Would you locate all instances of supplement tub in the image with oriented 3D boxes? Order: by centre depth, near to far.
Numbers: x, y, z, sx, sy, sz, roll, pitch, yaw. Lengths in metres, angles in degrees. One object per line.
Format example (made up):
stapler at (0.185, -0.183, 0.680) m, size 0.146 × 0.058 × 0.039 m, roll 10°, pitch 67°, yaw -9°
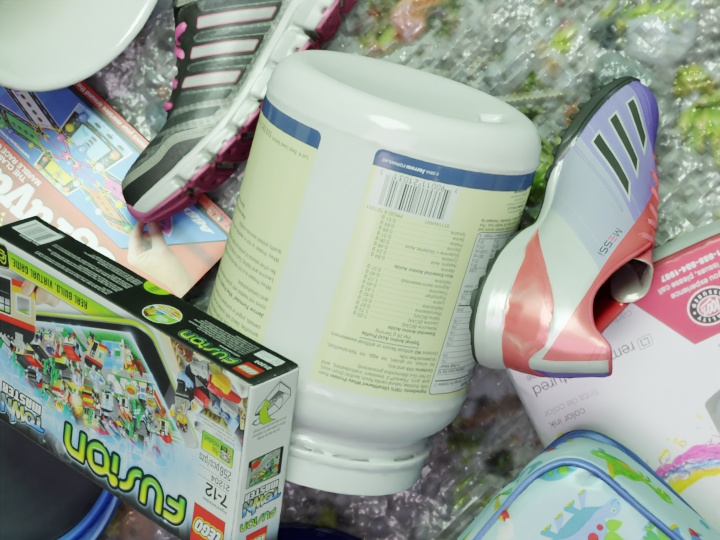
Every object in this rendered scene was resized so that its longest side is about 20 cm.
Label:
supplement tub at (0.000, 0.000, 1.014) m, size 0.145 × 0.145 × 0.200 m, roll 19°, pitch 105°, yaw 8°

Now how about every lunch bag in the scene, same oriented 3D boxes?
lunch bag at (0.101, 0.196, 0.973) m, size 0.161 × 0.082 × 0.200 m, roll 40°, pitch 104°, yaw 5°

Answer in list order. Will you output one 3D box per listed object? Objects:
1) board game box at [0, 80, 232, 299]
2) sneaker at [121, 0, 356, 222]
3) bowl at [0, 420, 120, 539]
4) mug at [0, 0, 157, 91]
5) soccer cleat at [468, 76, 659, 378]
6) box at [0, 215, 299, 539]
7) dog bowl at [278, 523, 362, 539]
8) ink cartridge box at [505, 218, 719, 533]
board game box at (-0.171, -0.051, 1.089) m, size 0.200 × 0.019 × 0.103 m, roll 43°, pitch 79°, yaw 3°
sneaker at (-0.077, -0.120, 1.055) m, size 0.087 × 0.074 × 0.200 m, roll 37°, pitch 96°, yaw 5°
bowl at (-0.223, 0.087, 1.126) m, size 0.200 × 0.039 × 0.201 m, roll 1°, pitch 97°, yaw 11°
mug at (-0.202, -0.203, 1.017) m, size 0.153 × 0.149 × 0.187 m, roll 28°, pitch 136°, yaw 38°
soccer cleat at (0.122, -0.021, 0.980) m, size 0.073 × 0.200 × 0.068 m, roll 14°, pitch 138°, yaw 22°
box at (-0.119, 0.060, 1.006) m, size 0.200 × 0.035 × 0.110 m, roll 27°, pitch 122°, yaw 34°
dog bowl at (-0.044, 0.245, 1.092) m, size 0.200 × 0.079 × 0.200 m, roll 1°, pitch 97°, yaw 10°
ink cartridge box at (0.179, 0.088, 1.026) m, size 0.148 × 0.086 × 0.200 m, roll -26°, pitch 91°, yaw 13°
